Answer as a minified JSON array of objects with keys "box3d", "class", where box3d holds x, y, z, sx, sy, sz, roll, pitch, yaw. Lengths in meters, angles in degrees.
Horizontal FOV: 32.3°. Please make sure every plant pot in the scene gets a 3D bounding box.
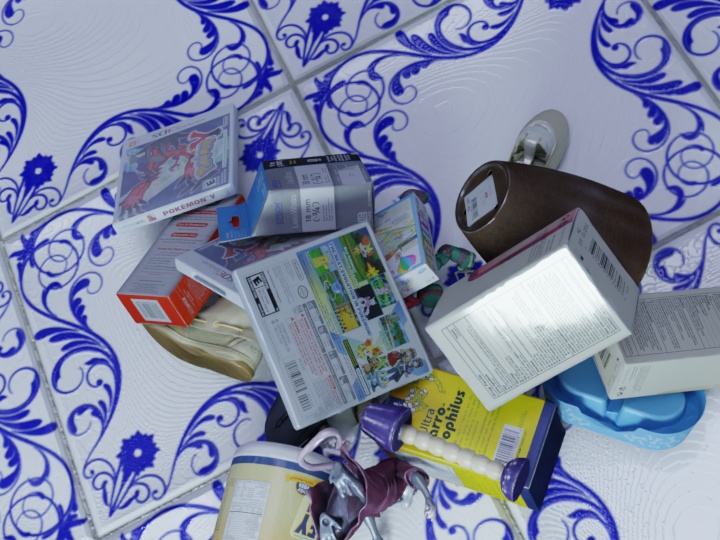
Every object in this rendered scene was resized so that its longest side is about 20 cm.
[{"box3d":[0.216,-0.048,1.502,0.187,0.199,0.188,-36,41,39],"class":"plant pot"}]

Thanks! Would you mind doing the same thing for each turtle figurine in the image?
[{"box3d":[0.076,-0.005,1.624,0.149,0.101,0.201,-23,56,3],"class":"turtle figurine"}]

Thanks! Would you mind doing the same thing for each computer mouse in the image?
[{"box3d":[-0.092,0.152,1.547,0.046,0.200,0.141,-12,61,-37],"class":"computer mouse"}]

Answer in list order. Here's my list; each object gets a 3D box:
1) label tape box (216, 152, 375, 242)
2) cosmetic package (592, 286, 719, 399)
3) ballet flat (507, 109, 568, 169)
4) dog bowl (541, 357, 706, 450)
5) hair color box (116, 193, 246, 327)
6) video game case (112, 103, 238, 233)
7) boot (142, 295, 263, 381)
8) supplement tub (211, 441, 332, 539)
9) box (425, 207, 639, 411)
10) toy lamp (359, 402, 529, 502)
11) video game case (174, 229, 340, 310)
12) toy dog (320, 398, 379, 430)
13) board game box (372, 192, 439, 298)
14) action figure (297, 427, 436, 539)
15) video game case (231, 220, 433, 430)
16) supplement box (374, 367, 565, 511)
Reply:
[{"box3d":[-0.089,-0.097,1.610,0.198,0.064,0.144,-6,21,-6],"class":"label tape box"},{"box3d":[0.376,0.083,1.462,0.198,0.071,0.106,-3,50,-12],"class":"cosmetic package"},{"box3d":[0.224,-0.142,1.660,0.069,0.070,0.201,18,72,22],"class":"ballet flat"},{"box3d":[0.310,0.150,1.490,0.199,0.050,0.112,18,50,17],"class":"dog bowl"},{"box3d":[-0.232,-0.017,1.685,0.101,0.061,0.201,3,47,35],"class":"hair color box"},{"box3d":[-0.260,-0.148,1.768,0.181,0.023,0.201,-18,40,10],"class":"video game case"},{"box3d":[-0.188,0.053,1.683,0.199,0.073,0.156,16,63,34],"class":"boot"},{"box3d":[-0.105,0.320,1.492,0.143,0.145,0.201,6,68,18],"class":"supplement tub"},{"box3d":[0.195,0.044,1.399,0.199,0.109,0.128,-32,103,29],"class":"box"},{"box3d":[0.093,0.201,1.419,0.199,0.058,0.059,18,72,21],"class":"toy lamp"},{"box3d":[-0.109,-0.024,1.580,0.199,0.023,0.182,-26,30,-28],"class":"video game case"},{"box3d":[-0.033,0.121,1.592,0.131,0.096,0.201,-27,62,2],"class":"toy dog"},{"box3d":[0.000,0.000,1.581,0.199,0.034,0.135,-28,40,20],"class":"board game box"},{"box3d":[0.007,0.260,1.473,0.134,0.200,0.149,-41,75,27],"class":"action figure"},{"box3d":[-0.033,0.062,1.469,0.181,0.022,0.201,-21,80,-18],"class":"video game case"},{"box3d":[0.133,0.198,1.502,0.199,0.109,0.110,15,71,21],"class":"supplement box"}]
